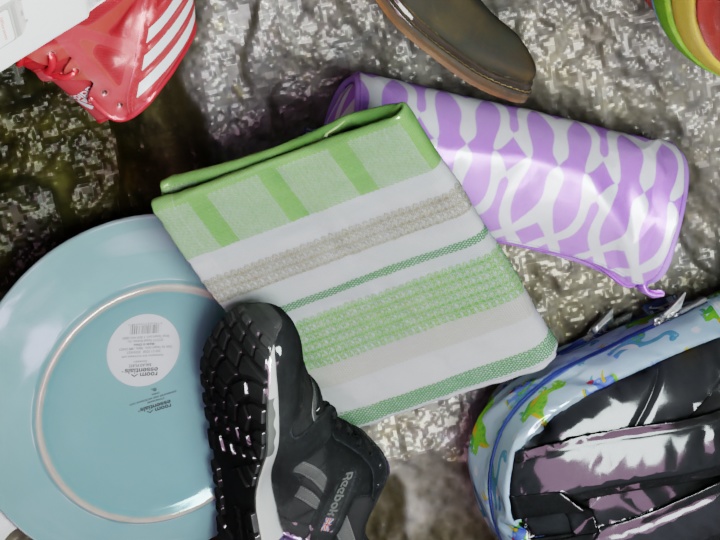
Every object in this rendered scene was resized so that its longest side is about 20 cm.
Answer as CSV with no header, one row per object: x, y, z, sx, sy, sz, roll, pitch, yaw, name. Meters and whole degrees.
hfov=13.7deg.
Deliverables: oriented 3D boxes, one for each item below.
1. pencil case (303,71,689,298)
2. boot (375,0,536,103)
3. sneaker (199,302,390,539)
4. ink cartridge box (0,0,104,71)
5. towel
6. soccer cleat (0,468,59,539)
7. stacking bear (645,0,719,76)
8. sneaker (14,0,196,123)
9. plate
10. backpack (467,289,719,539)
0.072,-0.046,1.572,0.200,0.084,0.086,11,84,-11,pencil case
0.037,-0.175,1.524,0.200,0.075,0.097,40,104,-17,boot
-0.030,0.090,1.587,0.088,0.076,0.200,-18,132,-21,sneaker
-0.208,-0.143,1.398,0.200,0.116,0.068,-35,152,-22,ink cartridge box
0.000,0.000,1.552,0.149,0.031,0.200,-19,132,15,towel
-0.244,0.169,1.625,0.200,0.069,0.085,-44,105,5,soccer cleat
0.203,-0.143,1.490,0.121,0.200,0.114,6,110,-10,stacking bear
-0.166,-0.111,1.502,0.200,0.078,0.116,-23,117,-17,sneaker
-0.111,0.068,1.597,0.200,0.026,0.200,-8,112,-21,plate
0.159,0.097,1.620,0.200,0.154,0.163,-28,116,-20,backpack
